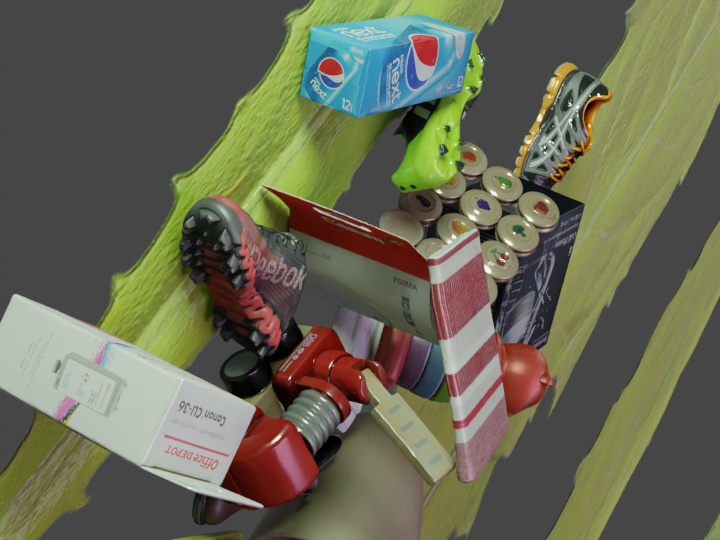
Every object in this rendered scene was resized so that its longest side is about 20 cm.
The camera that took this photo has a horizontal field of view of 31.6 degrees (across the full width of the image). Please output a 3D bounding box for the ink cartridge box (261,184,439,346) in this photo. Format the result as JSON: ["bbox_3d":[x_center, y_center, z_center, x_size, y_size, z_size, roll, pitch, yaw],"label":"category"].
[{"bbox_3d":[0.000,0.000,1.169,0.048,0.159,0.200,-63,154,-10],"label":"ink cartridge box"}]

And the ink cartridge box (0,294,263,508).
[{"bbox_3d":[-0.155,0.094,0.898,0.068,0.198,0.116,-64,154,-4],"label":"ink cartridge box"}]

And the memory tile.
[{"bbox_3d":[0.118,-0.054,1.373,0.200,0.153,0.017,-46,169,-39],"label":"memory tile"}]

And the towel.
[{"bbox_3d":[0.097,0.074,1.157,0.144,0.022,0.203,-33,115,-68],"label":"towel"}]

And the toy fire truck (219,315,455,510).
[{"bbox_3d":[-0.034,0.145,1.139,0.176,0.198,0.130,-48,127,-33],"label":"toy fire truck"}]

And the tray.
[{"bbox_3d":[0.000,0.061,1.326,0.107,0.022,0.202,51,51,-60],"label":"tray"}]

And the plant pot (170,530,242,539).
[{"bbox_3d":[-0.135,0.354,1.167,0.199,0.180,0.201,10,102,-64],"label":"plant pot"}]

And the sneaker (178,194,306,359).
[{"bbox_3d":[-0.094,-0.012,1.082,0.098,0.070,0.201,-55,154,-23],"label":"sneaker"}]

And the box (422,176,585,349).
[{"bbox_3d":[0.159,0.008,1.530,0.199,0.123,0.199,-25,134,-55],"label":"box"}]

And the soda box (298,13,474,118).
[{"bbox_3d":[0.028,-0.193,1.176,0.199,0.067,0.065,-24,132,-55],"label":"soda box"}]

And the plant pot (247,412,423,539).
[{"bbox_3d":[-0.006,0.261,1.375,0.189,0.185,0.201,84,25,-45],"label":"plant pot"}]

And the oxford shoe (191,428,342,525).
[{"bbox_3d":[-0.086,0.194,1.247,0.199,0.084,0.073,-34,140,-47],"label":"oxford shoe"}]

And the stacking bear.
[{"bbox_3d":[0.112,0.102,1.396,0.121,0.198,0.115,154,-48,-75],"label":"stacking bear"}]

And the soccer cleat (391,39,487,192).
[{"bbox_3d":[0.077,-0.166,1.303,0.067,0.080,0.202,43,48,-33],"label":"soccer cleat"}]

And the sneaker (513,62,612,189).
[{"bbox_3d":[0.258,-0.163,1.634,0.078,0.077,0.202,1,111,-64],"label":"sneaker"}]
